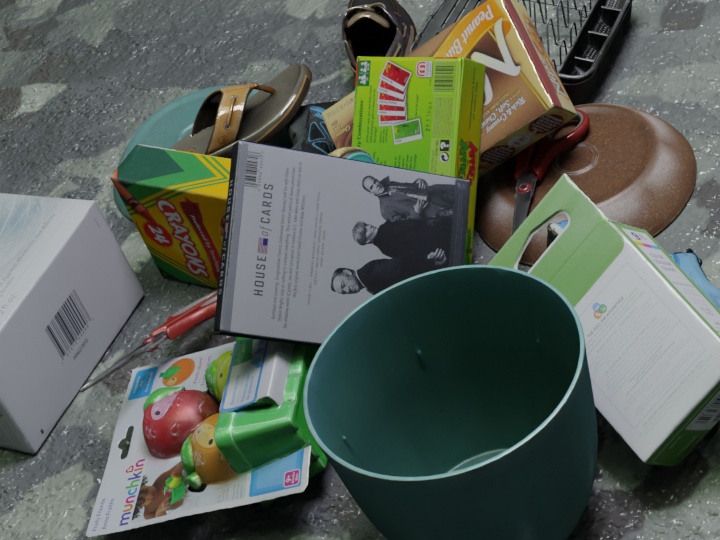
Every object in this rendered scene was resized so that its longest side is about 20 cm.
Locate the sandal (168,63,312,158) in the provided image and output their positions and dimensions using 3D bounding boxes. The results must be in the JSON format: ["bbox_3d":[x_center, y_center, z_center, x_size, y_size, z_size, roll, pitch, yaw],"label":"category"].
[{"bbox_3d":[-0.133,-0.138,1.695,0.199,0.055,0.082,-31,30,0],"label":"sandal"}]

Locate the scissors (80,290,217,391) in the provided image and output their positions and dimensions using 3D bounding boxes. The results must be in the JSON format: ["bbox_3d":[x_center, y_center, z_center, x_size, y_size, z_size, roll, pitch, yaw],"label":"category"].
[{"bbox_3d":[-0.173,0.059,1.528,0.200,0.014,0.073,-33,14,-36],"label":"scissors"}]

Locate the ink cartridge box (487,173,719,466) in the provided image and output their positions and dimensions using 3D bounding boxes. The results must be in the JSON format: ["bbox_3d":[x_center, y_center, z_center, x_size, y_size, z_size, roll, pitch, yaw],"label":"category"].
[{"bbox_3d":[0.192,0.035,1.328,0.104,0.059,0.200,-51,59,20],"label":"ink cartridge box"}]

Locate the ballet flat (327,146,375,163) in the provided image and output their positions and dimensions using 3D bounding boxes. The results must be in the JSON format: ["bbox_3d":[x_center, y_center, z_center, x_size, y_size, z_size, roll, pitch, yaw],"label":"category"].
[{"bbox_3d":[0.000,0.000,1.480,0.070,0.201,0.071,-12,1,0],"label":"ballet flat"}]

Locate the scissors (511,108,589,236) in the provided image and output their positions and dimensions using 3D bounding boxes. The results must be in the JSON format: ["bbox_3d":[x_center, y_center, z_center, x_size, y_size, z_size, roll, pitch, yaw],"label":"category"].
[{"bbox_3d":[0.137,-0.075,1.546,0.073,0.014,0.200,6,49,30],"label":"scissors"}]

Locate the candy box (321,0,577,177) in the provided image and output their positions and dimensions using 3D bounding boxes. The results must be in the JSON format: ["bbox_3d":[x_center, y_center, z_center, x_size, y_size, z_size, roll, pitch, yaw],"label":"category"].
[{"bbox_3d":[0.074,-0.135,1.567,0.200,0.055,0.116,-32,71,23],"label":"candy box"}]

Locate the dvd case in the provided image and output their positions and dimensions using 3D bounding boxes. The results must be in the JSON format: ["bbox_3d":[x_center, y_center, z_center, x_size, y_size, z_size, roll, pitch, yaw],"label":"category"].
[{"bbox_3d":[-0.012,-0.013,1.422,0.025,0.199,0.151,164,113,-68],"label":"dvd case"}]

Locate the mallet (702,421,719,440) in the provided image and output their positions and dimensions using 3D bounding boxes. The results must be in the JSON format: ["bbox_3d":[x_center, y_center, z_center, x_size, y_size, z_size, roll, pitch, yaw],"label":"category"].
[{"bbox_3d":[0.181,0.086,1.382,0.066,0.041,0.200,-38,46,-17],"label":"mallet"}]

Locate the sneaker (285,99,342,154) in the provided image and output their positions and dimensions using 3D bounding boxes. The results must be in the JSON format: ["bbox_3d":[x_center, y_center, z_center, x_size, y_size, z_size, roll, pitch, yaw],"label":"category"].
[{"bbox_3d":[-0.024,-0.097,1.651,0.081,0.073,0.201,-16,40,8],"label":"sneaker"}]

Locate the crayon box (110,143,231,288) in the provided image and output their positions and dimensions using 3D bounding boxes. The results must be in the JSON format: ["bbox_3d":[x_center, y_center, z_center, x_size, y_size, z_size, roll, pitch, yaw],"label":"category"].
[{"bbox_3d":[-0.111,-0.039,1.586,0.199,0.127,0.051,10,50,34],"label":"crayon box"}]

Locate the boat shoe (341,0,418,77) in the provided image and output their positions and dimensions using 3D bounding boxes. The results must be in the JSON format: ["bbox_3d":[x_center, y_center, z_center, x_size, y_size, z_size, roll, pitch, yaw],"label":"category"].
[{"bbox_3d":[0.019,-0.229,1.778,0.074,0.074,0.200,-19,40,5],"label":"boat shoe"}]

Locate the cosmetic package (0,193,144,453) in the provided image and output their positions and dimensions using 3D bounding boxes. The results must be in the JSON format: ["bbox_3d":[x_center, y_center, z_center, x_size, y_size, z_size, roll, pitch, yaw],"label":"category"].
[{"bbox_3d":[-0.339,0.038,1.612,0.199,0.123,0.200,4,46,31],"label":"cosmetic package"}]

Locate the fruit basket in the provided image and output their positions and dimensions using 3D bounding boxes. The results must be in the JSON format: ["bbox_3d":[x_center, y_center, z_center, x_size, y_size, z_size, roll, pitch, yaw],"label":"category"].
[{"bbox_3d":[-0.120,0.118,1.443,0.199,0.094,0.186,-10,41,20],"label":"fruit basket"}]

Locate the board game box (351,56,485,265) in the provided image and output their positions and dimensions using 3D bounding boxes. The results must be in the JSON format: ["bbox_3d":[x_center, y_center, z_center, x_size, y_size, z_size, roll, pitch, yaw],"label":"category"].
[{"bbox_3d":[0.044,-0.077,1.521,0.101,0.048,0.201,4,89,29],"label":"board game box"}]

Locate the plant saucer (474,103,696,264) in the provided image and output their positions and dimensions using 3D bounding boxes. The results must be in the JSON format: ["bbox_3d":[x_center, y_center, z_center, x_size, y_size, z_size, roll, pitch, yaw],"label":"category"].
[{"bbox_3d":[0.189,-0.085,1.568,0.199,0.037,0.201,-13,40,11],"label":"plant saucer"}]

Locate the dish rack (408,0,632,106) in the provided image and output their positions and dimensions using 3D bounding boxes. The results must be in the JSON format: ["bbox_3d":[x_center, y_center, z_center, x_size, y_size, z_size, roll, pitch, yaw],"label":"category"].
[{"bbox_3d":[0.149,-0.226,1.714,0.199,0.055,0.154,13,50,23],"label":"dish rack"}]

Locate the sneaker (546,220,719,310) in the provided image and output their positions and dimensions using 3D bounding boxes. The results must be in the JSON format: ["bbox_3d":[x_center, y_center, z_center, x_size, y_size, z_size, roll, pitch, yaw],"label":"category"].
[{"bbox_3d":[0.225,0.016,1.424,0.090,0.079,0.200,-27,44,-28],"label":"sneaker"}]

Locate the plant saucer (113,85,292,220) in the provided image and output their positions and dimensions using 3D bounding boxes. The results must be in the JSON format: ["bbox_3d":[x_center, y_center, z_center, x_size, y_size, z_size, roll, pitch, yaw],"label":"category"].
[{"bbox_3d":[-0.155,-0.121,1.771,0.199,0.036,0.201,-14,40,12],"label":"plant saucer"}]

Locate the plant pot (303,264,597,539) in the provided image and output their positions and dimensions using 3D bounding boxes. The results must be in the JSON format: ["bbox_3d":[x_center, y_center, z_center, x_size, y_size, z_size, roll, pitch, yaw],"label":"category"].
[{"bbox_3d":[0.079,0.123,1.286,0.199,0.161,0.201,-14,40,11],"label":"plant pot"}]
